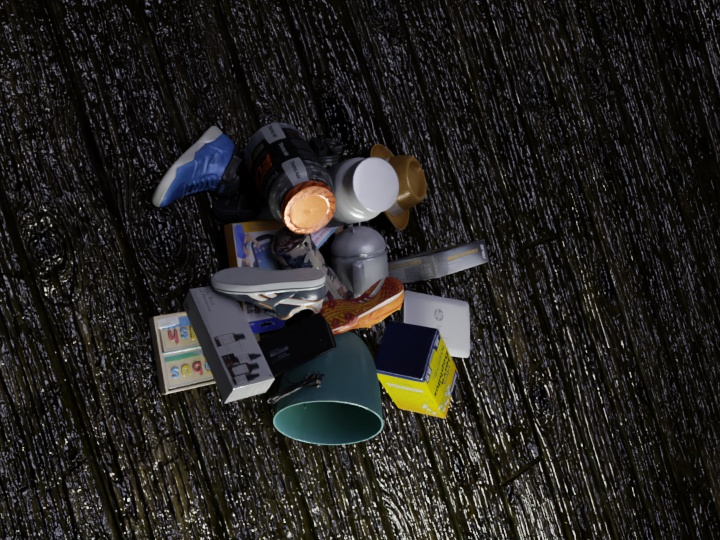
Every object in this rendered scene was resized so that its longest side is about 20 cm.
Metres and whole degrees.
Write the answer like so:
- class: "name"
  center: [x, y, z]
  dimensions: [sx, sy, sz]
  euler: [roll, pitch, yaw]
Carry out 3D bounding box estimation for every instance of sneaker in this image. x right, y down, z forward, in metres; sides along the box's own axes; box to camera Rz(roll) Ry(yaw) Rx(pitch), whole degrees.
- class: "sneaker"
  center: [-0.158, 0.042, 1.252]
  dimensions: [0.079, 0.196, 0.081]
  euler: [-84, 175, -63]
- class: "sneaker"
  center: [-0.004, 0.083, 1.314]
  dimensions: [0.197, 0.078, 0.073]
  euler: [-20, 47, -18]
- class: "sneaker"
  center: [-0.279, -0.163, 1.307]
  dimensions: [0.111, 0.077, 0.201]
  euler: [39, 52, -8]

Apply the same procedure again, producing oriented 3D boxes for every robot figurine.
- class: "robot figurine"
  center: [0.000, 0.000, 1.447]
  dimensions: [0.111, 0.170, 0.204]
  euler: [-6, 103, 1]

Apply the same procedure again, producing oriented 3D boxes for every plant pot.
- class: "plant pot"
  center: [-0.057, 0.206, 1.332]
  dimensions: [0.199, 0.200, 0.163]
  euler: [24, 50, -30]

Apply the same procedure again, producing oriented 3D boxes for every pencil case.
- class: "pencil case"
  center: [-0.083, 0.009, 1.327]
  dimensions: [0.078, 0.089, 0.201]
  euler: [-43, 125, -14]

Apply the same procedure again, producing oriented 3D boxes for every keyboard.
- class: "keyboard"
  center: [-0.131, 0.164, 1.249]
  dimensions: [0.021, 0.198, 0.129]
  euler: [50, 17, -57]

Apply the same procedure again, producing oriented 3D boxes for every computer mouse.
- class: "computer mouse"
  center: [-0.176, -0.111, 1.344]
  dimensions: [0.059, 0.196, 0.034]
  euler: [-83, 173, -52]

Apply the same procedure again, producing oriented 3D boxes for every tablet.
- class: "tablet"
  center: [0.172, 0.122, 1.630]
  dimensions: [0.198, 0.014, 0.133]
  euler: [11, 73, -35]

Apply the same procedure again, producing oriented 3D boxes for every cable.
- class: "cable"
  center: [-0.067, -0.221, 1.412]
  dimensions: [0.095, 0.200, 0.051]
  euler: [-1, 113, -18]

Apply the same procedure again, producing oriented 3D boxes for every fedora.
- class: "fedora"
  center: [0.089, -0.188, 1.545]
  dimensions: [0.201, 0.081, 0.203]
  euler: [48, 33, -47]

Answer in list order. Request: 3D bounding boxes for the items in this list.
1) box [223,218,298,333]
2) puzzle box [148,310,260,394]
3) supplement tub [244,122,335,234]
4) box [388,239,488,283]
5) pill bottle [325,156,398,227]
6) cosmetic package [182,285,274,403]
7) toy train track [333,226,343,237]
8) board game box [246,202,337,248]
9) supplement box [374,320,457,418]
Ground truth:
- class: "box"
  center: [-0.178, 0.010, 1.329]
  dimensions: [0.118, 0.041, 0.204]
  euler: [-9, 90, -37]
- class: "puzzle box"
  center: [-0.269, 0.134, 1.287]
  dimensions: [0.198, 0.025, 0.135]
  euler: [-9, 86, -38]
- class: "supplement tub"
  center: [-0.123, -0.162, 1.279]
  dimensions: [0.121, 0.124, 0.201]
  euler: [8, 33, -35]
- class: "box"
  center: [0.144, -0.014, 1.521]
  dimensions: [0.157, 0.199, 0.049]
  euler: [-15, 92, -36]
- class: "pill bottle"
  center: [-0.018, -0.144, 1.338]
  dimensions: [0.112, 0.199, 0.116]
  euler: [1, 88, -27]
- class: "cosmetic package"
  center: [-0.225, 0.118, 1.230]
  dimensions: [0.082, 0.051, 0.202]
  euler: [-8, 57, -40]
- class: "toy train track"
  center: [-0.031, -0.122, 1.511]
  dimensions: [0.199, 0.032, 0.116]
  euler: [-32, 107, -30]
- class: "board game box"
  center: [-0.133, -0.087, 1.407]
  dimensions: [0.135, 0.034, 0.200]
  euler: [49, 68, -17]
- class: "supplement box"
  center: [0.114, 0.201, 1.454]
  dimensions: [0.110, 0.108, 0.201]
  euler: [-69, 152, -25]
